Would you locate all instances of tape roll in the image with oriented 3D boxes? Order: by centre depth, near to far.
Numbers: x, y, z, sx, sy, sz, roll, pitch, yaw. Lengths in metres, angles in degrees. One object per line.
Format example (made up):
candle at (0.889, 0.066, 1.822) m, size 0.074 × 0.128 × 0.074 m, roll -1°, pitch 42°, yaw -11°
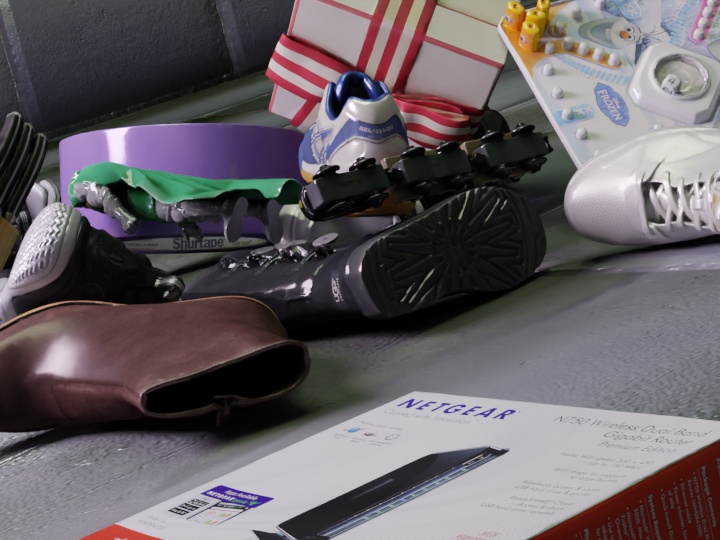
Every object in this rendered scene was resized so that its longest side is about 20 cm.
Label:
tape roll at (-0.140, -0.062, 1.517) m, size 0.198 × 0.086 × 0.200 m, roll -2°, pitch -3°, yaw 0°

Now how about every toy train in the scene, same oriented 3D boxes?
toy train at (0.043, -0.060, 1.204) m, size 0.199 × 0.034 × 0.046 m, roll -14°, pitch -12°, yaw -36°

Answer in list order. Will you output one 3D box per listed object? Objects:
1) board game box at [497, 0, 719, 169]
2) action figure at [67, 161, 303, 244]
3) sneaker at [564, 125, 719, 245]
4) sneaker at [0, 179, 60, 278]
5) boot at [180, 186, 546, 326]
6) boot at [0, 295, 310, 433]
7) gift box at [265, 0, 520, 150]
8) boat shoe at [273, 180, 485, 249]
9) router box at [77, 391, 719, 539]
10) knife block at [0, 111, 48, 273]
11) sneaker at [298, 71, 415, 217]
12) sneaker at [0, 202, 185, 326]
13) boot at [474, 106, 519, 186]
board game box at (0.225, -0.137, 1.338) m, size 0.198 × 0.201 × 0.026 m, roll -17°, pitch -33°, yaw -14°
action figure at (-0.142, -0.050, 1.353) m, size 0.199 × 0.055 × 0.118 m, roll 10°, pitch 4°, yaw 43°
sneaker at (0.207, -0.048, 1.144) m, size 0.198 × 0.074 × 0.115 m, roll -9°, pitch 8°, yaw 22°
sneaker at (-0.242, -0.010, 1.415) m, size 0.075 × 0.115 × 0.200 m, roll -18°, pitch 11°, yaw -12°
boot at (-0.001, 0.000, 1.240) m, size 0.164 × 0.066 × 0.199 m, roll -13°, pitch 0°, yaw -38°
boot at (-0.135, 0.056, 1.069) m, size 0.198 × 0.073 × 0.166 m, roll -13°, pitch 8°, yaw -11°
gift box at (0.038, -0.181, 1.473) m, size 0.183 × 0.201 × 0.188 m, roll 18°, pitch 59°, yaw 4°
boat shoe at (0.019, -0.039, 1.397) m, size 0.068 × 0.073 × 0.199 m, roll -9°, pitch 2°, yaw 41°
router box at (0.014, 0.101, 0.684) m, size 0.178 × 0.049 × 0.199 m, roll -22°, pitch 12°, yaw -33°
knife block at (-0.275, -0.010, 1.286) m, size 0.064 × 0.202 × 0.175 m, roll -5°, pitch 10°, yaw 43°
sneaker at (0.001, -0.098, 1.328) m, size 0.074 × 0.089 × 0.200 m, roll -5°, pitch 13°, yaw -12°
sneaker at (-0.183, 0.042, 1.216) m, size 0.200 × 0.113 × 0.076 m, roll -50°, pitch 20°, yaw 49°
boot at (0.043, -0.092, 1.608) m, size 0.152 × 0.074 × 0.204 m, roll -17°, pitch 11°, yaw -6°
